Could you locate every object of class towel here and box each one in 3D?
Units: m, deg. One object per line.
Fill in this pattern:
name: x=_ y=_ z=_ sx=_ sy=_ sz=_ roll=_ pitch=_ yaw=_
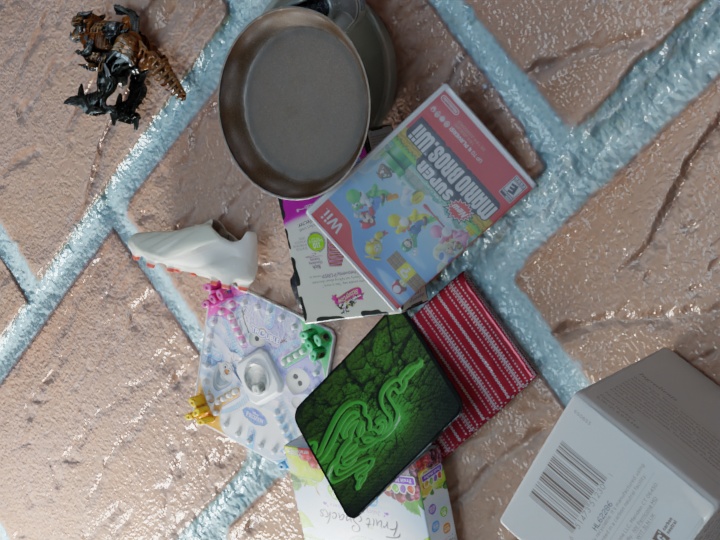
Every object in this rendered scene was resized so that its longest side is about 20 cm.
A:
towel: x=0.095 y=0.114 z=1.630 sx=0.200 sy=0.022 sz=0.145 roll=-46 pitch=72 yaw=35

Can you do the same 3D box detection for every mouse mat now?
mouse mat: x=0.016 y=0.158 z=1.642 sx=0.200 sy=0.008 sz=0.161 roll=-48 pitch=54 yaw=22

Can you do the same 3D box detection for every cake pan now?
cake pan: x=-0.038 y=-0.225 z=1.643 sx=0.200 sy=0.037 sz=0.201 roll=10 pitch=107 yaw=36

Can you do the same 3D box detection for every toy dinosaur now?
toy dinosaur: x=-0.296 y=-0.252 z=1.808 sx=0.200 sy=0.102 sz=0.136 roll=36 pitch=105 yaw=51

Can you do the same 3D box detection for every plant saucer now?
plant saucer: x=-0.065 y=-0.175 z=1.541 sx=0.200 sy=0.032 sz=0.201 roll=5 pitch=100 yaw=33

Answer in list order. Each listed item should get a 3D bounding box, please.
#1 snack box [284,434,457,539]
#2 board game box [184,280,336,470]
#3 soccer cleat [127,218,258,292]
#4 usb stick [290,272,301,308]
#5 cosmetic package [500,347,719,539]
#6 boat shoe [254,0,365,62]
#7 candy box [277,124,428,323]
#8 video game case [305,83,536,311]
snack box: x=0.012 y=0.266 z=1.695 sx=0.199 sy=0.053 sz=0.143 roll=1 pitch=110 yaw=41
board game box: x=-0.128 y=0.133 z=1.805 sx=0.200 sy=0.026 sz=0.201 roll=24 pitch=114 yaw=32
soccer cleat: x=-0.203 y=-0.029 z=1.805 sx=0.199 sy=0.069 sz=0.078 roll=14 pitch=93 yaw=34
usb stick: x=0.000 y=0.000 z=1.670 sx=0.200 sy=0.033 sz=0.056 roll=-20 pitch=90 yaw=39
cosmetic package: x=0.275 y=0.202 z=1.396 sx=0.166 sy=0.200 sz=0.168 roll=38 pitch=121 yaw=24
boat shoe: x=-0.085 y=-0.257 z=1.602 sx=0.200 sy=0.071 sz=0.070 roll=-26 pitch=84 yaw=38
candy box: x=-0.013 y=-0.049 z=1.606 sx=0.136 sy=0.061 sz=0.201 roll=-7 pitch=97 yaw=36
video game case: x=0.062 y=-0.076 z=1.530 sx=0.200 sy=0.017 sz=0.143 roll=-42 pitch=93 yaw=8
